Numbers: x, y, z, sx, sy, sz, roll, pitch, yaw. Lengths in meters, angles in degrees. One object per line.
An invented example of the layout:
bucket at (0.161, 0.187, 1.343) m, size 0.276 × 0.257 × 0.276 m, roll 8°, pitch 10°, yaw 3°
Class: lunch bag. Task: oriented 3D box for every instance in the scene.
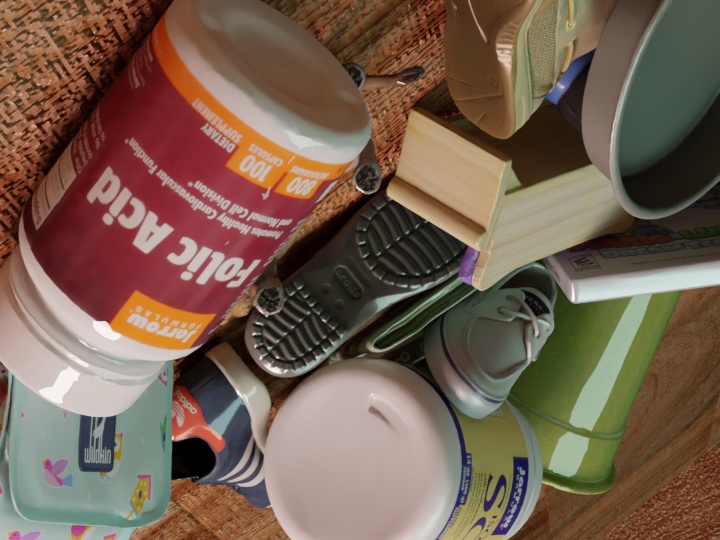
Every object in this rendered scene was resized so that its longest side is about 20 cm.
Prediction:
lunch bag at (-0.198, 0.116, 0.977) m, size 0.200 × 0.122 × 0.170 m, roll -55°, pitch 154°, yaw 8°

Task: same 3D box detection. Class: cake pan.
cake pan at (0.200, -0.128, 1.037) m, size 0.200 × 0.037 × 0.201 m, roll -34°, pitch 142°, yaw -32°

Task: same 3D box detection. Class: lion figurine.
lion figurine at (-0.046, -0.042, 0.973) m, size 0.200 × 0.072 × 0.122 m, roll -45°, pitch -165°, yaw -4°

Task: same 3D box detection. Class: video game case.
video game case at (0.222, -0.033, 1.258) m, size 0.199 × 0.182 × 0.024 m, roll -8°, pitch 114°, yaw -8°

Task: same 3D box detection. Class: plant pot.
plant pot at (0.170, 0.048, 1.433) m, size 0.200 × 0.200 × 0.191 m, roll -5°, pitch 128°, yaw -58°

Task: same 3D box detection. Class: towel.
towel at (0.050, 0.023, 1.263) m, size 0.152 × 0.023 × 0.200 m, roll -35°, pitch -178°, yaw -14°

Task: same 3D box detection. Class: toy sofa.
toy sofa at (0.112, -0.067, 1.161) m, size 0.199 × 0.083 × 0.098 m, roll -21°, pitch 134°, yaw -44°

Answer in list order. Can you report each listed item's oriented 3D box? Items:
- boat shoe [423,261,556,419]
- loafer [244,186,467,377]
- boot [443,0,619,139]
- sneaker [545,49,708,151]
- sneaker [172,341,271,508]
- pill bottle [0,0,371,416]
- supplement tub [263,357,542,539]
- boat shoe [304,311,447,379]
boat shoe at (0.101, 0.040, 1.229) m, size 0.070 × 0.071 × 0.200 m, roll -40°, pitch 180°, yaw 23°
loafer at (0.000, 0.000, 1.174) m, size 0.200 × 0.075 × 0.070 m, roll -33°, pitch -178°, yaw -17°
boot at (0.119, -0.184, 0.975) m, size 0.155 × 0.073 × 0.201 m, roll -39°, pitch 149°, yaw -24°
sneaker at (0.201, -0.154, 1.132) m, size 0.200 × 0.078 × 0.070 m, roll -46°, pitch 173°, yaw -21°
sneaker at (-0.106, 0.127, 1.236) m, size 0.084 × 0.075 × 0.200 m, roll -36°, pitch 150°, yaw -16°
pill bottle at (-0.095, -0.030, 0.850) m, size 0.200 × 0.114 × 0.114 m, roll -50°, pitch 158°, yaw 24°
supplement tub at (0.038, 0.140, 1.238) m, size 0.145 × 0.146 × 0.200 m, roll -45°, pitch 156°, yaw 15°
boat shoe at (0.020, 0.093, 1.369) m, size 0.200 × 0.072 × 0.072 m, roll -38°, pitch 149°, yaw -10°
